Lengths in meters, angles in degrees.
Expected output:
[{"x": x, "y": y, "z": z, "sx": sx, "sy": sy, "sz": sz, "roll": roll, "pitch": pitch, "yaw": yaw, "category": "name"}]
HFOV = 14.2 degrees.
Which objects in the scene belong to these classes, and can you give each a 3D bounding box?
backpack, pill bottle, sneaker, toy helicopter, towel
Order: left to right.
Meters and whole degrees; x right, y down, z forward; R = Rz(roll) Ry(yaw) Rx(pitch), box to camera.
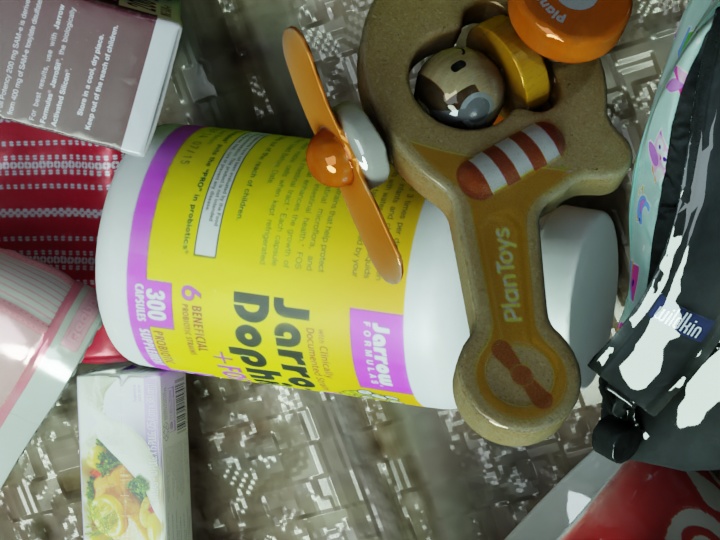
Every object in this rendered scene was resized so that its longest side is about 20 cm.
[{"x": -0.188, "y": 0.050, "z": 1.261, "sx": 0.105, "sy": 0.075, "sz": 0.200, "roll": 28, "pitch": 138, "yaw": -7, "category": "sneaker"}, {"x": -0.171, "y": -0.054, "z": 1.282, "sx": 0.144, "sy": 0.022, "sz": 0.200, "roll": 1, "pitch": 107, "yaw": 20, "category": "towel"}, {"x": 0.000, "y": 0.000, "z": 1.187, "sx": 0.200, "sy": 0.104, "sz": 0.104, "roll": 7, "pitch": 109, "yaw": 19, "category": "pill bottle"}, {"x": 0.040, "y": -0.028, "z": 1.092, "sx": 0.132, "sy": 0.200, "sz": 0.079, "roll": -1, "pitch": 154, "yaw": -12, "category": "toy helicopter"}, {"x": 0.169, "y": -0.027, "z": 1.100, "sx": 0.167, "sy": 0.127, "sz": 0.200, "roll": 1, "pitch": 110, "yaw": -1, "category": "backpack"}]

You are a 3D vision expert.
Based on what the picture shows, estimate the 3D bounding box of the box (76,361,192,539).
[{"x": -0.094, "y": 0.139, "z": 1.238, "sx": 0.039, "sy": 0.041, "sz": 0.200, "roll": -1, "pitch": 96, "yaw": 15, "category": "box"}]

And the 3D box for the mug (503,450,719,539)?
[{"x": 0.140, "y": 0.178, "z": 1.156, "sx": 0.200, "sy": 0.178, "sz": 0.133, "roll": 44, "pitch": 113, "yaw": -1, "category": "mug"}]

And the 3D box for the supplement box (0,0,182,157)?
[{"x": -0.175, "y": -0.110, "z": 1.180, "sx": 0.200, "sy": 0.109, "sz": 0.061, "roll": 14, "pitch": 104, "yaw": -8, "category": "supplement box"}]
